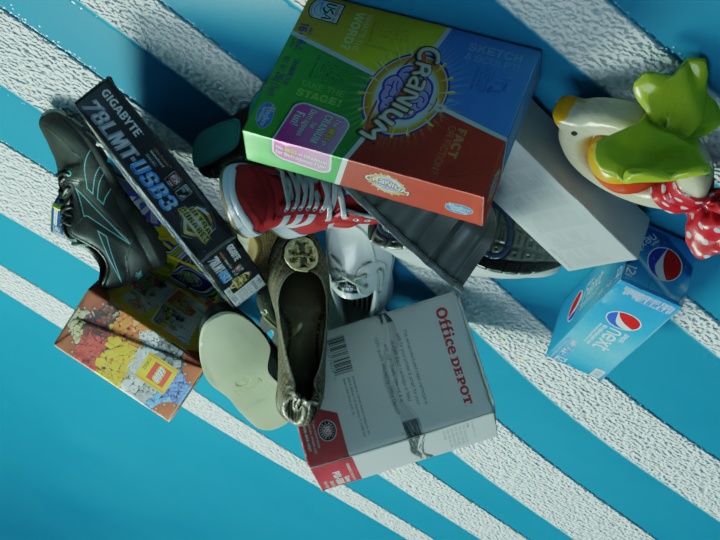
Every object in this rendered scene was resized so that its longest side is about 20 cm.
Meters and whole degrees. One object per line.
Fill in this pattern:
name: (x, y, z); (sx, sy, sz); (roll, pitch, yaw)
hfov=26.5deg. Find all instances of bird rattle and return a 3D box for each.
bird rattle: (0.241, -0.092, 1.232); (0.163, 0.113, 0.200); (18, 168, 35)

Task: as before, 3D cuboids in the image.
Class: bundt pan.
bundt pan: (0.039, -0.078, 1.317); (0.202, 0.076, 0.202); (42, -175, -5)

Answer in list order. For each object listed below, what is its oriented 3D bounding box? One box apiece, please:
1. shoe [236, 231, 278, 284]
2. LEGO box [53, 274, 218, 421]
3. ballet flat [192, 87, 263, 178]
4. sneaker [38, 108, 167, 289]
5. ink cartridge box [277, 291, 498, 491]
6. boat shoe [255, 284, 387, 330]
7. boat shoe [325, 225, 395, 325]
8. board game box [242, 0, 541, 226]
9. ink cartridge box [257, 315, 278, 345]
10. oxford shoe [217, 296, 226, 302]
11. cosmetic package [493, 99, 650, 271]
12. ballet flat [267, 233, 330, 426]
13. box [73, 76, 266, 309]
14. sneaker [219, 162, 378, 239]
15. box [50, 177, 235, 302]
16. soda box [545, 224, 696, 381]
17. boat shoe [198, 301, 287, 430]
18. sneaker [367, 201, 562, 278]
shoe: (-0.094, -0.039, 1.603); (0.070, 0.054, 0.200); (-11, 157, -7)
LEGO box: (-0.230, 0.065, 1.681); (0.149, 0.077, 0.200); (34, -165, -3)
ballet flat: (-0.089, -0.126, 1.432); (0.075, 0.068, 0.200); (11, 165, -26)
sneaker: (-0.280, -0.073, 1.579); (0.200, 0.079, 0.075); (57, 166, -7)
ink cartridge box: (0.030, 0.127, 1.601); (0.200, 0.147, 0.083); (-17, 152, 1)
boat shoe: (-0.029, 0.060, 1.691); (0.202, 0.072, 0.060); (28, 165, -39)
boat shoe: (0.000, 0.000, 1.573); (0.073, 0.067, 0.200); (12, 151, 19)
board game box: (0.027, -0.132, 1.220); (0.200, 0.153, 0.040); (16, 151, 12)
ink cartridge box: (-0.033, 0.123, 1.769); (0.200, 0.116, 0.068); (36, 150, -26)
oxford shoe: (-0.190, 0.053, 1.817); (0.070, 0.075, 0.200); (-39, 100, 15)
cosmetic package: (0.158, -0.079, 1.326); (0.082, 0.051, 0.200); (-12, 137, 46)
ballet flat: (-0.059, 0.057, 1.530); (0.067, 0.201, 0.046); (1, -178, -19)
box: (-0.178, -0.068, 1.459); (0.200, 0.050, 0.199); (49, 173, 14)
sneaker: (-0.049, -0.071, 1.406); (0.112, 0.071, 0.200); (-12, 175, 17)
box: (-0.234, -0.043, 1.672); (0.200, 0.070, 0.064); (23, 151, -1)
soda box: (0.244, 0.032, 1.443); (0.064, 0.068, 0.200); (24, 153, -4)
boat shoe: (-0.124, 0.093, 1.605); (0.074, 0.063, 0.202); (-25, 142, 2)
sneaker: (0.108, -0.028, 1.457); (0.200, 0.075, 0.087); (13, 164, 33)
